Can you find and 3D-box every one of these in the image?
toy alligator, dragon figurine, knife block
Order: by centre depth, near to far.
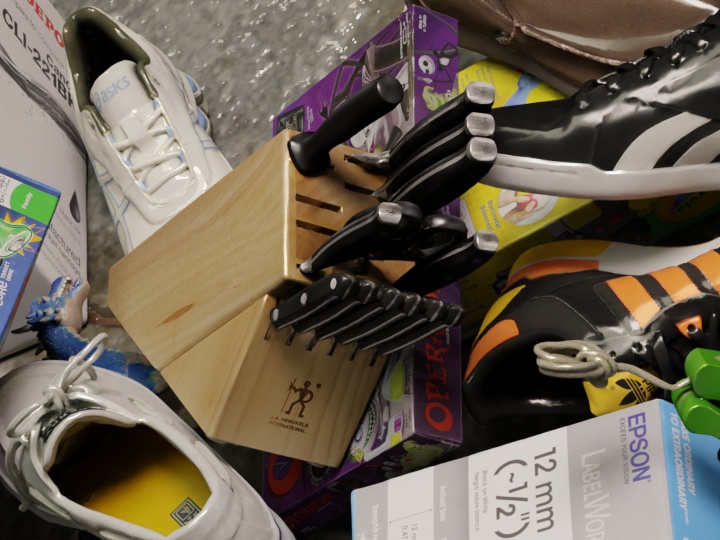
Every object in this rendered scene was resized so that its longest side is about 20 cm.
[{"bbox_3d":[0.158,0.059,1.020,0.199,0.054,0.059,3,21,-8],"label":"toy alligator"},{"bbox_3d":[-0.020,-0.020,1.124,0.176,0.064,0.200,-66,30,13],"label":"knife block"},{"bbox_3d":[-0.118,0.085,1.224,0.099,0.059,0.200,-15,47,24],"label":"dragon figurine"}]

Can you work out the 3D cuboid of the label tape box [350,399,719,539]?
[{"bbox_3d":[0.097,0.128,1.037,0.199,0.066,0.144,-20,45,21],"label":"label tape box"}]

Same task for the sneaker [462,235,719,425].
[{"bbox_3d":[0.130,0.029,1.082,0.200,0.070,0.090,-7,33,38],"label":"sneaker"}]

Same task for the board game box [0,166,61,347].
[{"bbox_3d":[-0.187,0.059,1.216,0.200,0.034,0.136,122,169,-57],"label":"board game box"}]

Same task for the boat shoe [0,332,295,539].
[{"bbox_3d":[-0.110,0.072,1.119,0.075,0.086,0.202,-45,40,-9],"label":"boat shoe"}]

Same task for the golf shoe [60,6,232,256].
[{"bbox_3d":[-0.100,-0.048,1.301,0.078,0.097,0.200,-34,44,1],"label":"golf shoe"}]

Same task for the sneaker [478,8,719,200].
[{"bbox_3d":[0.137,-0.090,1.093,0.199,0.112,0.073,-1,13,6],"label":"sneaker"}]

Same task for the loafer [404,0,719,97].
[{"bbox_3d":[0.085,-0.122,1.183,0.200,0.071,0.073,16,64,39],"label":"loafer"}]

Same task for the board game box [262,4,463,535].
[{"bbox_3d":[0.000,0.000,1.173,0.120,0.032,0.201,-40,43,51],"label":"board game box"}]

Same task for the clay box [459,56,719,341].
[{"bbox_3d":[0.094,-0.055,1.209,0.200,0.048,0.115,-26,45,11],"label":"clay box"}]

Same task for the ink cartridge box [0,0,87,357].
[{"bbox_3d":[-0.203,-0.074,1.357,0.084,0.144,0.200,-21,45,15],"label":"ink cartridge box"}]
